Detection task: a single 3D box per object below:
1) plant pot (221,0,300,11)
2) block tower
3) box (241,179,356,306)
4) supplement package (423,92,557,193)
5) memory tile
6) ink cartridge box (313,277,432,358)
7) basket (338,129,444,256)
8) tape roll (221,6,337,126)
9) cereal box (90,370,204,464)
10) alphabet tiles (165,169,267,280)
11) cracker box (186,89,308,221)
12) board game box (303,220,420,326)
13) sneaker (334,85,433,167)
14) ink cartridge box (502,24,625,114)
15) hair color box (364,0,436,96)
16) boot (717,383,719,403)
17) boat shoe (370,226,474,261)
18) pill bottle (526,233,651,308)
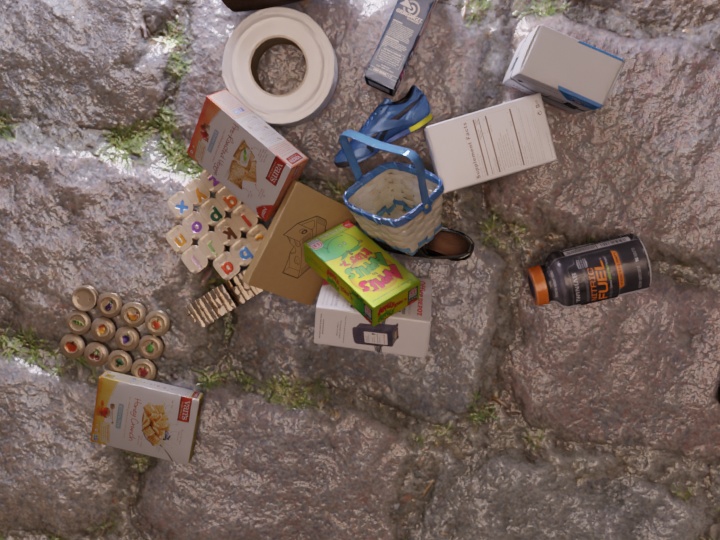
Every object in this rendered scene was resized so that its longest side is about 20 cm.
[{"bbox_3d":[-0.152,-0.527,1.191,0.200,0.187,0.187,-21,96,19],"label":"plant pot"},{"bbox_3d":[-0.232,0.037,1.317,0.200,0.058,0.054,-31,95,8],"label":"block tower"},{"bbox_3d":[-0.104,-0.045,1.261,0.163,0.021,0.200,23,98,-45],"label":"box"},{"bbox_3d":[0.221,-0.219,1.227,0.200,0.121,0.120,-16,97,5],"label":"supplement package"},{"bbox_3d":[-0.476,0.124,1.360,0.200,0.017,0.154,19,98,1],"label":"memory tile"},{"bbox_3d":[0.027,0.071,1.254,0.199,0.145,0.085,8,122,2],"label":"ink cartridge box"},{"bbox_3d":[0.050,-0.138,1.188,0.139,0.176,0.200,-44,138,-19],"label":"basket"},{"bbox_3d":[-0.142,-0.360,1.253,0.202,0.071,0.203,0,98,2],"label":"tape roll"},{"bbox_3d":[-0.414,0.286,1.360,0.199,0.040,0.144,13,104,1],"label":"cereal box"},{"bbox_3d":[-0.259,-0.090,1.301,0.200,0.015,0.196,-40,80,-1],"label":"alphabet tiles"},{"bbox_3d":[-0.202,-0.202,1.235,0.200,0.058,0.134,40,131,8],"label":"cracker box"},{"bbox_3d":[0.000,0.000,1.212,0.101,0.200,0.048,-29,141,-26],"label":"board game box"},{"bbox_3d":[0.030,-0.258,1.251,0.200,0.066,0.079,-31,114,2],"label":"sneaker"},{"bbox_3d":[0.330,-0.330,1.168,0.146,0.200,0.086,23,99,0],"label":"ink cartridge box"},{"bbox_3d":[0.075,-0.412,1.220,0.060,0.100,0.200,25,98,-1],"label":"hair color box"},{"bbox_3d":[0.759,0.177,1.274,0.155,0.077,0.201,11,100,3],"label":"boot"},{"bbox_3d":[0.109,-0.058,1.282,0.199,0.068,0.072,11,97,6],"label":"boat shoe"},{"bbox_3d":[0.404,0.007,1.256,0.199,0.106,0.107,-14,97,5],"label":"pill bottle"}]
